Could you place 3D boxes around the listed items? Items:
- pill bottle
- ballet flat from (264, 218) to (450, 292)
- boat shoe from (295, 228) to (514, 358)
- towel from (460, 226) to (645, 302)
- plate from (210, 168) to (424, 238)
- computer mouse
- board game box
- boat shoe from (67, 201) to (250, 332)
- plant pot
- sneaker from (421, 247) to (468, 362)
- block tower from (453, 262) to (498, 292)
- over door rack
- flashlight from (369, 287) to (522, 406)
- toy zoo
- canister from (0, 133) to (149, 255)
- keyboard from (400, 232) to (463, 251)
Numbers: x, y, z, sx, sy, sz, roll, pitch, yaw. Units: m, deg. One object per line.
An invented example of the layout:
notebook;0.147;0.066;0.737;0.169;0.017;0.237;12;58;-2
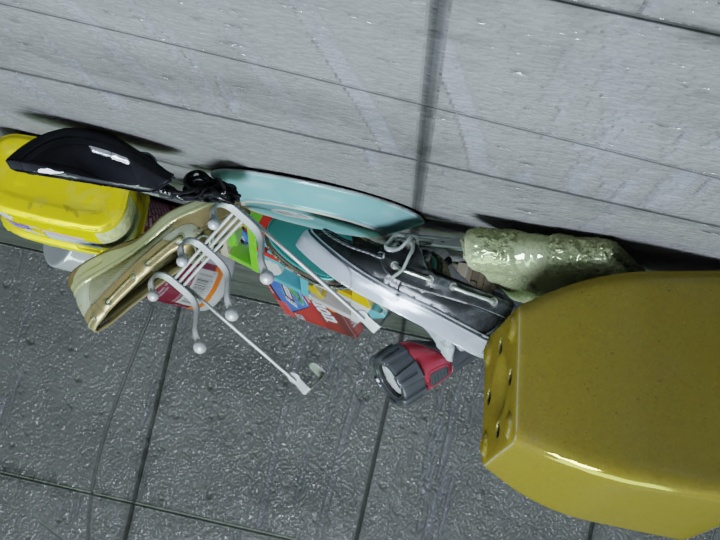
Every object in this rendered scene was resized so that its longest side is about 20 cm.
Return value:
pill bottle;-0.253;-0.028;1.881;0.200;0.114;0.114;16;174;-34
ballet flat;0.000;0.000;1.583;0.200;0.068;0.075;15;156;26
boat shoe;0.041;0.002;1.457;0.199;0.068;0.074;29;-172;10
towel;0.180;0.006;1.435;0.148;0.037;0.200;5;167;23
plate;-0.041;-0.057;1.495;0.200;0.026;0.200;12;176;1
computer mouse;-0.208;-0.093;1.431;0.200;0.046;0.140;9;180;-15
board game box;-0.072;0.004;1.800;0.103;0.019;0.200;17;155;30
boat shoe;-0.190;-0.011;1.616;0.200;0.063;0.073;-27;162;1
plant pot;0.209;0.107;1.366;0.200;0.195;0.196;6;162;-9
sneaker;0.071;0.036;1.709;0.115;0.075;0.200;52;167;-4
block tower;0.175;0.038;1.870;0.200;0.054;0.058;17;173;-36
over door rack;-0.090;0.036;1.544;0.200;0.067;0.148;33;136;-13
flashlight;0.107;0.071;1.766;0.200;0.068;0.068;-32;-175;-21
toy zoo;-0.057;-0.004;1.699;0.200;0.020;0.131;26;161;9
canister;-0.289;-0.072;1.617;0.148;0.087;0.200;13;174;-3
keyboard;0.138;-0.019;1.494;0.200;0.011;0.056;7;179;22
